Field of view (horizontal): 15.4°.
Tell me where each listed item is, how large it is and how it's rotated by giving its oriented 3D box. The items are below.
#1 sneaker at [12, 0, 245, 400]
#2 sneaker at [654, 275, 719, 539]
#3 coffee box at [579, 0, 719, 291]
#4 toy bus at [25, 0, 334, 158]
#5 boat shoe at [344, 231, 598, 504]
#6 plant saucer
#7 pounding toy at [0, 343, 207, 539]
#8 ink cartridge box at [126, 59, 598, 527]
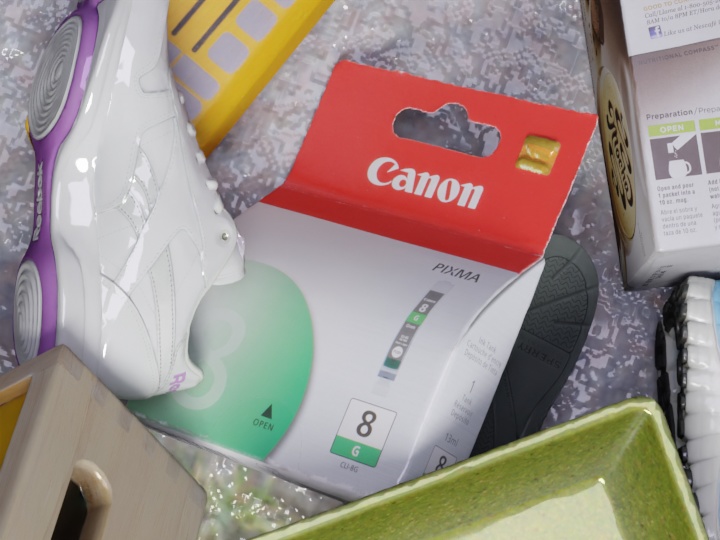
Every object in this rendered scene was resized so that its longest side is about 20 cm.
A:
[{"bbox_3d":[-0.098,-0.040,1.182,0.099,0.075,0.201,6,92,-24],"label":"sneaker"},{"bbox_3d":[0.188,0.101,1.215,0.090,0.078,0.201,-1,81,-6],"label":"sneaker"},{"bbox_3d":[0.151,-0.101,1.228,0.079,0.113,0.201,-7,82,-3],"label":"coffee box"},{"bbox_3d":[-0.070,-0.119,1.247,0.078,0.065,0.200,38,81,1],"label":"toy bus"},{"bbox_3d":[0.039,0.072,1.225,0.074,0.065,0.203,29,83,-35],"label":"boat shoe"},{"bbox_3d":[0.062,0.179,1.121,0.199,0.048,0.201,-20,86,-6],"label":"plant saucer"},{"bbox_3d":[-0.186,0.120,1.129,0.184,0.200,0.142,-27,120,27],"label":"pounding toy"},{"bbox_3d":[0.000,0.000,1.198,0.161,0.050,0.201,16,81,38],"label":"ink cartridge box"}]
